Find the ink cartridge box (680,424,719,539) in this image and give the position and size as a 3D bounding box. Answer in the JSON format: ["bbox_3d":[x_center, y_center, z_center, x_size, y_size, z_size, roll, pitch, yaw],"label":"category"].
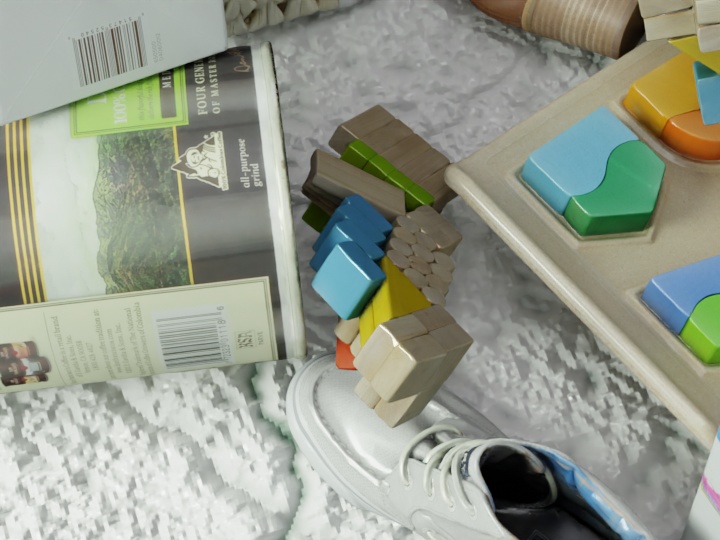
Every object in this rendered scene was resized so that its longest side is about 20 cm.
[{"bbox_3d":[0.214,0.071,0.757,0.144,0.200,0.085,-39,66,-17],"label":"ink cartridge box"}]

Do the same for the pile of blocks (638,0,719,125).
[{"bbox_3d":[0.204,-0.064,0.809,0.199,0.082,0.062,25,26,-7],"label":"pile of blocks"}]

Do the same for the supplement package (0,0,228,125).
[{"bbox_3d":[-0.153,-0.173,0.816,0.113,0.110,0.200,-20,42,-19],"label":"supplement package"}]

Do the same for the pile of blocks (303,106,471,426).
[{"bbox_3d":[0.000,0.000,0.829,0.082,0.062,0.200,27,29,-14],"label":"pile of blocks"}]

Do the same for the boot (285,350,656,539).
[{"bbox_3d":[0.050,0.087,0.807,0.199,0.096,0.074,33,69,15],"label":"boot"}]

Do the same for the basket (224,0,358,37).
[{"bbox_3d":[-0.061,-0.217,0.889,0.123,0.200,0.136,-25,67,-16],"label":"basket"}]

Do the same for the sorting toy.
[{"bbox_3d":[0.166,-0.029,0.862,0.200,0.037,0.185,-31,68,-32],"label":"sorting toy"}]

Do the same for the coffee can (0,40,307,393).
[{"bbox_3d":[-0.130,-0.020,0.833,0.199,0.147,0.147,-7,65,-3],"label":"coffee can"}]

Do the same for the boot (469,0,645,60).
[{"bbox_3d":[0.112,-0.215,0.965,0.154,0.074,0.200,28,65,18],"label":"boot"}]
